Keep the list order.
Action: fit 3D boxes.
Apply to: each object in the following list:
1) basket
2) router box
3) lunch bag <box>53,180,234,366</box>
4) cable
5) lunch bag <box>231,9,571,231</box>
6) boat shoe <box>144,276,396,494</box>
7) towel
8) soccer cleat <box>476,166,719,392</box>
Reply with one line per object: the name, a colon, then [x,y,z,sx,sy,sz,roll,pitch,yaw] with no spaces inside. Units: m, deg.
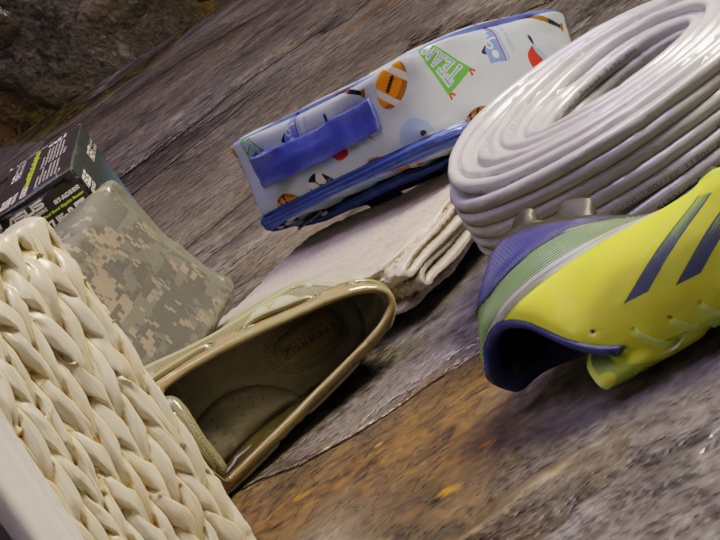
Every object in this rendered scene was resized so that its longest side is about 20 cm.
basket: [-0.150,0.092,0.906,0.136,0.200,0.123,-26,11,37]
router box: [-0.160,-0.004,1.374,0.062,0.150,0.200,-35,13,2]
lunch bag: [-0.182,0.076,1.202,0.200,0.118,0.164,-43,11,28]
cable: [0.134,-0.073,1.039,0.200,0.069,0.200,-31,14,22]
lunch bag: [0.024,-0.083,1.273,0.160,0.076,0.200,-22,-1,-42]
boat shoe: [-0.068,0.068,1.065,0.201,0.073,0.063,-34,6,-25]
towel: [0.000,0.000,1.214,0.200,0.034,0.133,-22,17,50]
soccer cleat: [0.123,0.007,0.847,0.200,0.065,0.084,-14,54,49]
